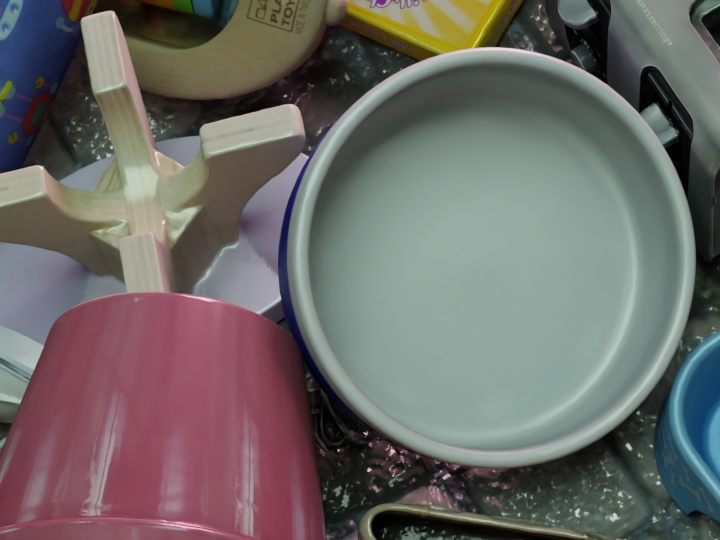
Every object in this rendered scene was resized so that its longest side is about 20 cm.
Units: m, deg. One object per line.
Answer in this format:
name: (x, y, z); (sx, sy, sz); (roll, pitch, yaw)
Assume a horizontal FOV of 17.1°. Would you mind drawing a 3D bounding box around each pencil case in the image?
pencil case: (-0.208, -0.102, 1.290); (0.086, 0.078, 0.201); (26, 97, 5)

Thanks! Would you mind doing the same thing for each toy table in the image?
toy table: (-0.114, -0.029, 1.255); (0.199, 0.117, 0.185); (-24, 63, -2)

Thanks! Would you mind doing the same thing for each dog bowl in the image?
dog bowl: (0.059, -0.005, 1.181); (0.198, 0.079, 0.202); (1, 87, -9)
dog bowl: (0.222, 0.107, 1.158); (0.111, 0.050, 0.201); (-33, 63, -5)

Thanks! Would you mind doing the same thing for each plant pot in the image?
plant pot: (-0.097, 0.118, 1.135); (0.198, 0.200, 0.180); (-1, 63, 11)

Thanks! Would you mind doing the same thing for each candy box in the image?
candy box: (0.003, -0.188, 1.358); (0.199, 0.026, 0.103); (26, 76, 21)

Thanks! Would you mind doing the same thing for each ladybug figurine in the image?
ladybug figurine: (-0.091, -0.164, 1.326); (0.199, 0.072, 0.137); (21, 100, 24)

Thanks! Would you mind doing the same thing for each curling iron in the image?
curling iron: (0.000, 0.000, 1.258); (0.025, 0.049, 0.202); (-10, 60, 37)

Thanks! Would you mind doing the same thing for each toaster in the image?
toaster: (0.213, -0.132, 1.236); (0.199, 0.119, 0.182); (-28, 63, -3)

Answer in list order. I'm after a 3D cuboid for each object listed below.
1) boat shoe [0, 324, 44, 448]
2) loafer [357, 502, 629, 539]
boat shoe: (-0.229, 0.067, 1.255); (0.200, 0.075, 0.087); (17, 68, 21)
loafer: (0.091, 0.154, 1.154); (0.198, 0.063, 0.072); (11, 68, 16)
